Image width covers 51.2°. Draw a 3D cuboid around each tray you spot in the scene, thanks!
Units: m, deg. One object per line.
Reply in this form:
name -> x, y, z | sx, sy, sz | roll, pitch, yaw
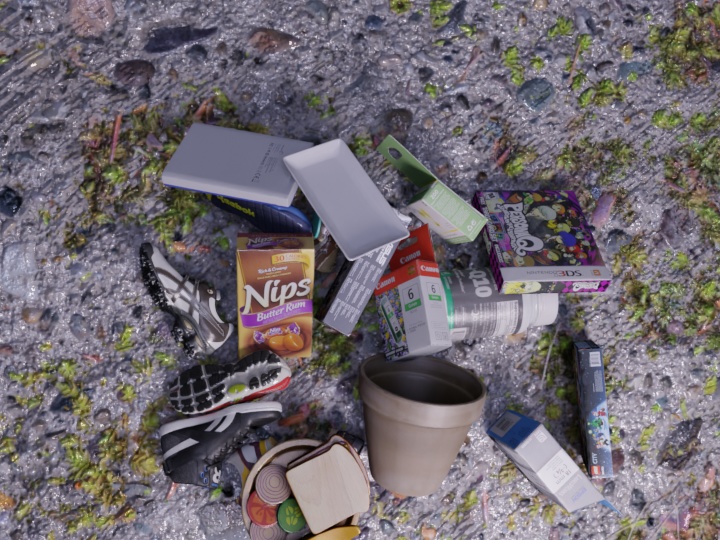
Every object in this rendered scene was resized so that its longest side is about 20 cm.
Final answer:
tray -> -0.024, -0.103, 1.092 | 0.107, 0.022, 0.201 | -23, 65, -24

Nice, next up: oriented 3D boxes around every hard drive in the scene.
hard drive -> -0.185, -0.163, 1.150 | 0.198, 0.025, 0.133 | 11, 50, 9

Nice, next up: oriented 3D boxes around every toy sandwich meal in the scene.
toy sandwich meal -> -0.078, 0.345, 1.124 | 0.203, 0.070, 0.207 | 2, 81, -10

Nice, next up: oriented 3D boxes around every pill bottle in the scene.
pill bottle -> 0.210, 0.051, 1.223 | 0.198, 0.113, 0.114 | -6, 89, -9

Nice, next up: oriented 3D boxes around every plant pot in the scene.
plant pot -> 0.083, 0.245, 1.176 | 0.198, 0.200, 0.175 | 8, 105, -8

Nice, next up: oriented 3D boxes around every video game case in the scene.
video game case -> 0.289, -0.050, 1.219 | 0.179, 0.036, 0.201 | 0, 50, -10

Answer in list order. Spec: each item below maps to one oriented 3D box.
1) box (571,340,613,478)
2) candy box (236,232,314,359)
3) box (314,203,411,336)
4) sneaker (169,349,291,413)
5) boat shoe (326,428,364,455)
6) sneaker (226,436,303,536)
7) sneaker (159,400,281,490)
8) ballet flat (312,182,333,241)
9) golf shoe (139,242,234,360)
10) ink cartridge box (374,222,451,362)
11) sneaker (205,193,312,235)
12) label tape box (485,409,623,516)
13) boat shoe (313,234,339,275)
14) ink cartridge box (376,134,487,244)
box -> 0.377, 0.221, 1.230 | 0.037, 0.137, 0.202 | -5, 89, 10
candy box -> -0.131, 0.041, 1.152 | 0.115, 0.057, 0.202 | -1, 120, -8
box -> 0.000, 0.000, 1.171 | 0.049, 0.158, 0.201 | 29, 84, -6
sneaker -> -0.201, 0.187, 1.179 | 0.198, 0.085, 0.078 | -14, 62, 10
boat shoe -> -0.039, 0.357, 1.194 | 0.062, 0.073, 0.202 | 10, 82, 9
sneaker -> -0.145, 0.370, 1.188 | 0.089, 0.075, 0.202 | -19, 85, 0
sneaker -> -0.207, 0.274, 1.154 | 0.198, 0.073, 0.113 | -15, 70, 8
ballet flat -> -0.043, -0.121, 1.168 | 0.071, 0.072, 0.201 | 0, 44, -8
golf shoe -> -0.275, 0.037, 1.180 | 0.094, 0.078, 0.201 | -31, 95, -25
ink cartridge box -> 0.074, 0.034, 1.177 | 0.050, 0.109, 0.202 | 6, 68, -40
sneaker -> -0.151, -0.115, 1.171 | 0.199, 0.074, 0.082 | 31, 56, 14
label tape box -> 0.308, 0.327, 1.214 | 0.063, 0.144, 0.200 | -42, 94, -7
boat shoe -> -0.072, -0.029, 1.209 | 0.199, 0.076, 0.074 | -33, 101, -2
ink cartridge box -> 0.098, -0.123, 1.194 | 0.199, 0.146, 0.048 | 38, 86, -6
